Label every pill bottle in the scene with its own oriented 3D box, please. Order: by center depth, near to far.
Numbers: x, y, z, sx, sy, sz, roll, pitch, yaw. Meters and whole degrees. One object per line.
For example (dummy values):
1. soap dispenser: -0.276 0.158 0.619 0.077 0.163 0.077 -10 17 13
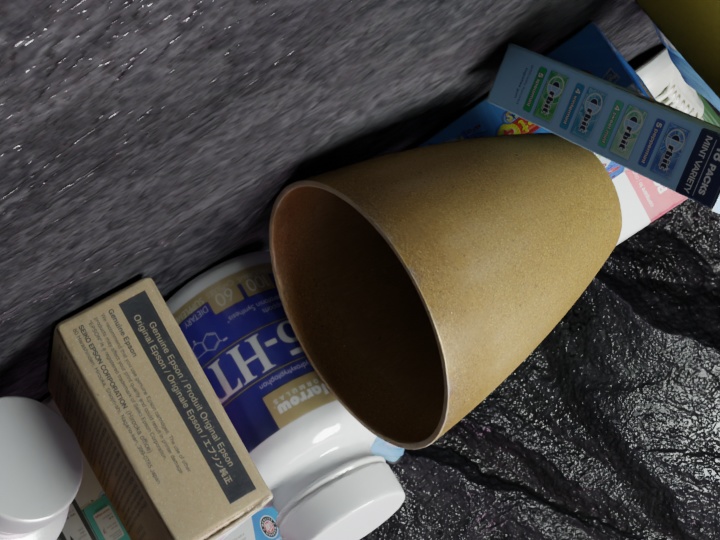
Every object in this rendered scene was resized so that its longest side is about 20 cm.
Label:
1. pill bottle: -0.264 0.162 1.106 0.112 0.113 0.200 -26 171 -42
2. pill bottle: -0.055 0.099 1.173 0.119 0.201 0.120 -29 160 -11

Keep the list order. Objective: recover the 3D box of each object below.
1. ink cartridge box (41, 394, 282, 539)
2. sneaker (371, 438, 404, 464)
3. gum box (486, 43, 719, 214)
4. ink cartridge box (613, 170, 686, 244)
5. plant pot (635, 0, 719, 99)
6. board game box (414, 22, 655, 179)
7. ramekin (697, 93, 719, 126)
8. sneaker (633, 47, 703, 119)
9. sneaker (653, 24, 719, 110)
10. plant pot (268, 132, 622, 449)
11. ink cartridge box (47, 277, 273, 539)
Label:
1. ink cartridge box: -0.177 0.185 1.305 0.146 0.201 0.146 -34 173 26
2. sneaker: -0.047 0.170 1.598 0.198 0.091 0.078 -6 -166 -1
3. gum box: 0.205 -0.076 1.045 0.169 0.200 0.045 13 103 -43
4. ink cartridge box: 0.169 -0.060 1.455 0.199 0.084 0.145 -32 -161 -2
5. plant pot: 0.311 -0.173 1.002 0.194 0.201 0.194 -30 173 -12
6. board game box: 0.132 -0.088 1.260 0.195 0.056 0.200 -35 163 14
7. ramekin: 0.288 -0.119 1.724 0.199 0.098 0.200 -32 174 -4
8. sneaker: 0.286 -0.155 1.522 0.073 0.085 0.200 -33 172 19
9. sneaker: 0.297 -0.136 1.161 0.078 0.200 0.090 -39 134 -12
10. plant pot: 0.071 -0.012 1.091 0.199 0.187 0.186 -29 173 -28
11. ink cartridge box: -0.140 0.113 1.108 0.075 0.166 0.200 -29 173 -18
